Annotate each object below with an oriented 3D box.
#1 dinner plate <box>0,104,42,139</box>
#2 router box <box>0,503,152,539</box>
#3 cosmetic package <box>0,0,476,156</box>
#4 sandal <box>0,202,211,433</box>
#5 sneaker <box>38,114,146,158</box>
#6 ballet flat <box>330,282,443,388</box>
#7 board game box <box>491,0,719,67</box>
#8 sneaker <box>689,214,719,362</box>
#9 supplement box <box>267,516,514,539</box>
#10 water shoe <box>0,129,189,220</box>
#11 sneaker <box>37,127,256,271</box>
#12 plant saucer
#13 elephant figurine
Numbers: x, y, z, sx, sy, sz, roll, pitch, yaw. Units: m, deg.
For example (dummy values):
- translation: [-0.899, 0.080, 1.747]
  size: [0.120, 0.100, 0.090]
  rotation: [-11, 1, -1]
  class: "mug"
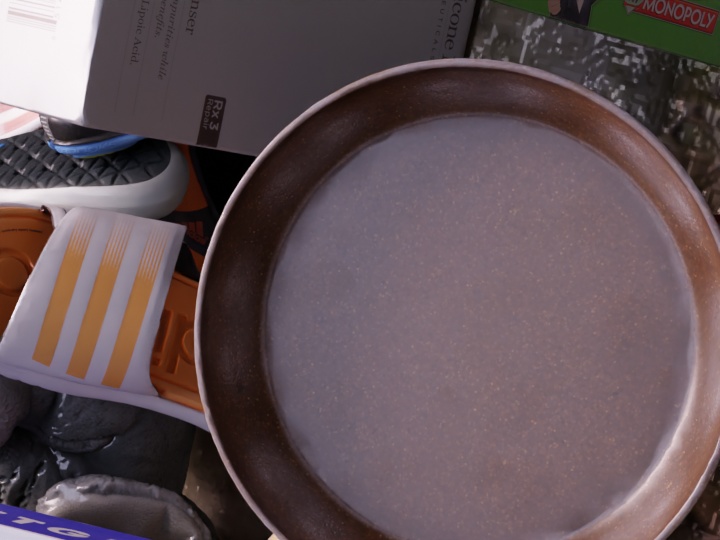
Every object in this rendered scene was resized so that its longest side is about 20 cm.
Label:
- translation: [-0.196, -0.151, 1.135]
  size: [0.200, 0.024, 0.201]
  rotation: [4, 110, 10]
  class: "dinner plate"
- translation: [-0.123, 0.190, 0.991]
  size: [0.200, 0.049, 0.180]
  rotation: [11, 93, 17]
  class: "router box"
- translation: [-0.050, -0.103, 1.021]
  size: [0.081, 0.200, 0.113]
  rotation: [17, 98, 46]
  class: "cosmetic package"
- translation: [-0.079, 0.016, 1.033]
  size: [0.059, 0.206, 0.079]
  rotation: [-43, 33, 53]
  class: "sandal"
- translation: [-0.080, -0.134, 1.090]
  size: [0.071, 0.083, 0.200]
  rotation: [20, 70, 48]
  class: "sneaker"
- translation: [0.000, 0.000, 1.031]
  size: [0.200, 0.057, 0.067]
  rotation: [-127, 14, -65]
  class: "ballet flat"
- translation: [0.066, -0.105, 0.905]
  size: [0.134, 0.200, 0.029]
  rotation: [22, 98, 44]
  class: "board game box"
- translation: [0.197, 0.030, 0.858]
  size: [0.200, 0.078, 0.116]
  rotation: [-7, 88, 56]
  class: "sneaker"
- translation: [0.011, 0.157, 1.009]
  size: [0.200, 0.073, 0.126]
  rotation: [-50, 52, 28]
  class: "supplement box"
- translation: [-0.151, -0.015, 1.127]
  size: [0.200, 0.072, 0.079]
  rotation: [-4, 118, 33]
  class: "water shoe"
- translation: [-0.108, -0.074, 1.171]
  size: [0.112, 0.078, 0.200]
  rotation: [-41, 68, 28]
  class: "sneaker"
- translation: [0.040, 0.025, 0.911]
  size: [0.200, 0.034, 0.201]
  rotation: [1, 92, 15]
  class: "plant saucer"
- translation: [-0.118, 0.121, 1.092]
  size: [0.155, 0.141, 0.200]
  rotation: [-19, 89, 36]
  class: "elephant figurine"
